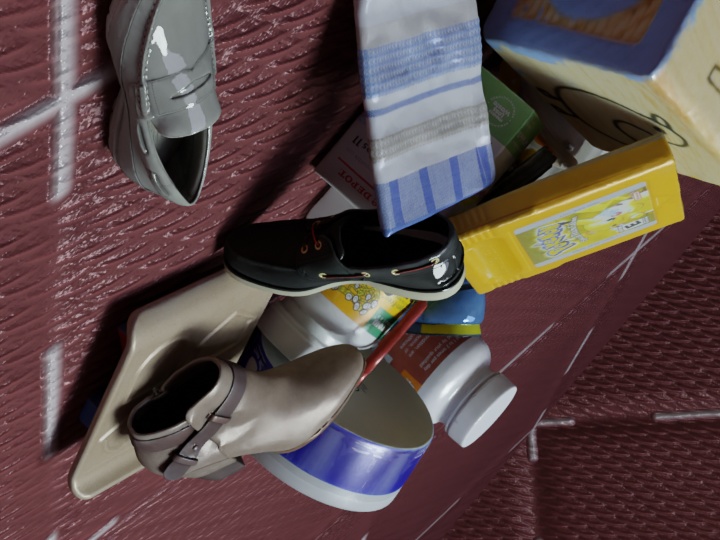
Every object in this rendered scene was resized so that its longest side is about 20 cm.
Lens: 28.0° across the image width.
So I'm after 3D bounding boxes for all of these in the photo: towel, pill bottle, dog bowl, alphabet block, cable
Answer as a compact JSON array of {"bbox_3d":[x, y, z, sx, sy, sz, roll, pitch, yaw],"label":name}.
[{"bbox_3d":[0.051,-0.140,1.099,0.147,0.024,0.201,-26,115,-47],"label":"towel"},{"bbox_3d":[0.000,0.000,1.318,0.200,0.113,0.113,-48,163,2],"label":"pill bottle"},{"bbox_3d":[-0.031,0.135,1.391,0.079,0.200,0.200,-57,161,19],"label":"dog bowl"},{"bbox_3d":[0.256,-0.208,1.186,0.200,0.195,0.197,34,85,-43],"label":"alphabet block"},{"bbox_3d":[0.063,0.088,1.515,0.112,0.200,0.112,-42,162,-17],"label":"pill bottle"},{"bbox_3d":[0.126,-0.083,1.303,0.097,0.050,0.200,-32,175,3],"label":"cable"}]

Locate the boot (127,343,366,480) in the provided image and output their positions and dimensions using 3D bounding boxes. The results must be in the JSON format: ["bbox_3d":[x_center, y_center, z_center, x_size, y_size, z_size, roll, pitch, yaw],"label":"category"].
[{"bbox_3d":[-0.096,0.107,1.204,0.200,0.070,0.146,-39,149,-3],"label":"boot"}]

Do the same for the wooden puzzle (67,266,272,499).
[{"bbox_3d":[-0.164,0.081,1.220,0.185,0.046,0.200,-28,149,-50],"label":"wooden puzzle"}]

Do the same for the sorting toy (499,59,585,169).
[{"bbox_3d":[0.194,-0.199,1.399,0.200,0.107,0.180,-61,180,-5],"label":"sorting toy"}]

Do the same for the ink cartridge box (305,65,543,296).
[{"bbox_3d":[0.045,-0.088,1.225,0.200,0.117,0.067,-50,166,5],"label":"ink cartridge box"}]

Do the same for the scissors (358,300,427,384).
[{"bbox_3d":[0.057,0.027,1.318,0.200,0.014,0.073,-49,176,-17],"label":"scissors"}]

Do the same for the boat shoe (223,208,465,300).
[{"bbox_3d":[-0.017,-0.020,1.156,0.063,0.201,0.074,76,23,-51],"label":"boat shoe"}]

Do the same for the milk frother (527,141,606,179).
[{"bbox_3d":[0.279,-0.136,1.526,0.188,0.200,0.181,-54,180,14],"label":"milk frother"}]

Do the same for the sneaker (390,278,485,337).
[{"bbox_3d":[0.032,0.022,1.403,0.066,0.200,0.079,-2,92,-57],"label":"sneaker"}]

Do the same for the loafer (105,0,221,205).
[{"bbox_3d":[-0.111,-0.114,0.865,0.070,0.070,0.200,-39,161,-27],"label":"loafer"}]

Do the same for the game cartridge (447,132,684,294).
[{"bbox_3d":[0.175,-0.042,1.232,0.199,0.033,0.176,-23,161,9],"label":"game cartridge"}]
